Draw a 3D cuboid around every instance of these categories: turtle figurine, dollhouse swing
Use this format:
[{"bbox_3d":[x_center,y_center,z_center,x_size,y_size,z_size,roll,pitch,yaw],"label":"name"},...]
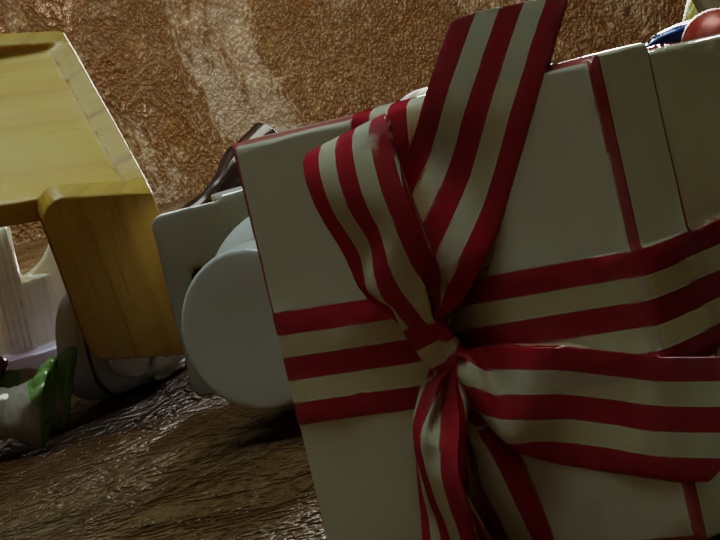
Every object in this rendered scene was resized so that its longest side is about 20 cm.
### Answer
[{"bbox_3d":[-0.267,0.033,1.539,0.193,0.201,0.144,9,-26,3],"label":"turtle figurine"},{"bbox_3d":[-0.223,-0.031,1.603,0.175,0.182,0.200,-23,40,-10],"label":"dollhouse swing"}]

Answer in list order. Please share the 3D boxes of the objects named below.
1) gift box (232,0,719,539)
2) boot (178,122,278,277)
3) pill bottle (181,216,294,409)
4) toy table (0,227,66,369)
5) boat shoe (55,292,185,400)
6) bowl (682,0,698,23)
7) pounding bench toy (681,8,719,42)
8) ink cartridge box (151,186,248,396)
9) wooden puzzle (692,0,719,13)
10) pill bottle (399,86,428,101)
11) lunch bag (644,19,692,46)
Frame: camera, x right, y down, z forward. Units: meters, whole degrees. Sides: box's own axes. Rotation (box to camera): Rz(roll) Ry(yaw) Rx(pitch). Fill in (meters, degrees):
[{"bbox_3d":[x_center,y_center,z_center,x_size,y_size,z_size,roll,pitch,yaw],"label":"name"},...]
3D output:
[{"bbox_3d":[0.081,-0.001,0.922,0.200,0.185,0.186,-18,0,41],"label":"gift box"},{"bbox_3d":[-0.118,0.014,1.876,0.064,0.187,0.200,27,61,32],"label":"boot"},{"bbox_3d":[-0.014,0.012,1.403,0.112,0.113,0.200,-12,6,25],"label":"pill bottle"},{"bbox_3d":[-0.259,0.021,1.921,0.199,0.118,0.184,-15,6,-18],"label":"toy table"},{"bbox_3d":[-0.141,0.035,1.692,0.066,0.074,0.200,-12,7,11],"label":"boat shoe"},{"bbox_3d":[0.290,-0.133,1.708,0.199,0.201,0.108,-11,14,32],"label":"bowl"},{"bbox_3d":[0.265,-0.075,1.334,0.199,0.157,0.124,-15,5,-14],"label":"pounding bench toy"},{"bbox_3d":[-0.017,-0.004,1.549,0.199,0.117,0.067,-14,5,-7],"label":"ink cartridge box"},{"bbox_3d":[0.273,-0.100,1.495,0.185,0.200,0.046,-19,-17,-45],"label":"wooden puzzle"},{"bbox_3d":[0.091,-0.110,2.338,0.199,0.120,0.119,-9,7,42],"label":"pill bottle"},{"bbox_3d":[0.223,-0.092,1.576,0.200,0.133,0.136,-19,-11,-46],"label":"lunch bag"}]
